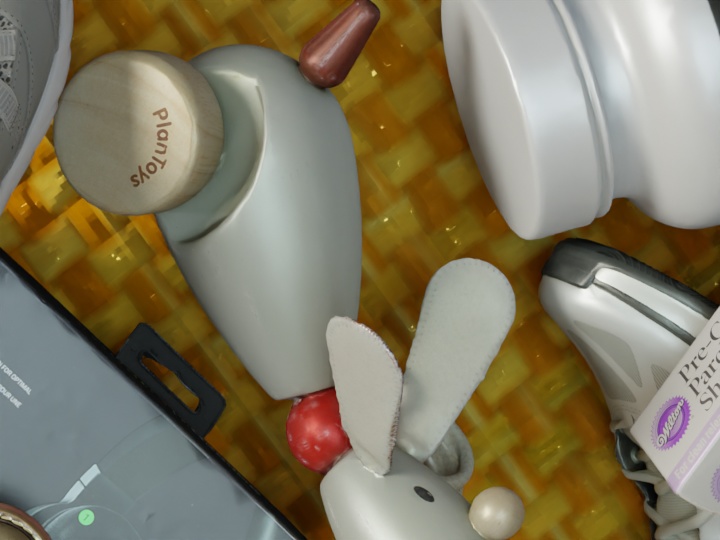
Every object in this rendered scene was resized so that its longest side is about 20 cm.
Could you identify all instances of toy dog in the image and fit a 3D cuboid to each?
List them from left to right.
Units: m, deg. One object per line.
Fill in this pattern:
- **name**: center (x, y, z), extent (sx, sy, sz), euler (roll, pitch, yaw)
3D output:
- **toy dog**: center (0.000, 0.000, 0.824), extent (0.096, 0.132, 0.200), euler (-33, 103, 23)

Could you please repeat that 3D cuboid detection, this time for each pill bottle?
- **pill bottle**: center (0.133, -0.079, 0.863), extent (0.200, 0.112, 0.113), euler (-18, 100, -10)

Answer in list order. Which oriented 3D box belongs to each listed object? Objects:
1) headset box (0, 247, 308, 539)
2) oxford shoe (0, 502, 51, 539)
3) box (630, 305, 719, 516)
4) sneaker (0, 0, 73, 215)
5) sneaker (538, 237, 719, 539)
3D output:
- **headset box**: center (-0.121, 0.101, 0.839), extent (0.174, 0.093, 0.200), euler (43, 86, -12)
- **oxford shoe**: center (-0.174, 0.120, 0.744), extent (0.200, 0.074, 0.071), euler (-23, 98, -8)
- **box**: center (0.157, -0.013, 0.816), extent (0.039, 0.041, 0.200), euler (27, 107, -28)
- **sneaker**: center (-0.128, -0.041, 0.748), extent (0.075, 0.082, 0.201), euler (6, 80, 8)
- **sneaker**: center (0.111, 0.087, 0.896), extent (0.200, 0.076, 0.115), euler (42, 85, -16)
